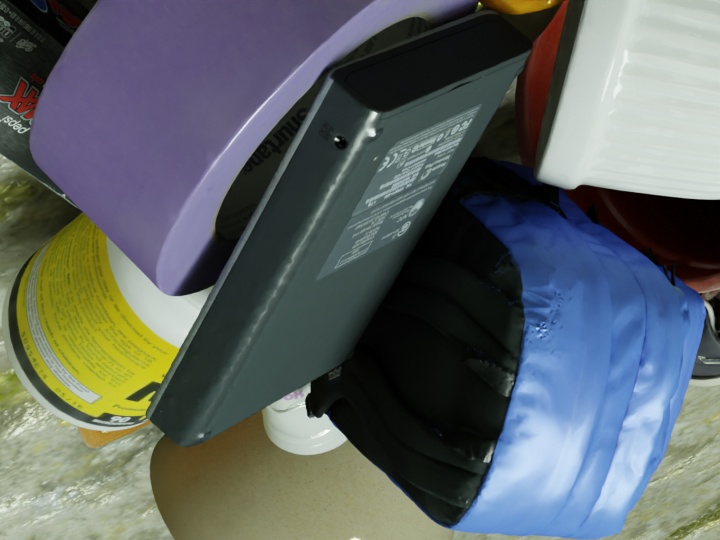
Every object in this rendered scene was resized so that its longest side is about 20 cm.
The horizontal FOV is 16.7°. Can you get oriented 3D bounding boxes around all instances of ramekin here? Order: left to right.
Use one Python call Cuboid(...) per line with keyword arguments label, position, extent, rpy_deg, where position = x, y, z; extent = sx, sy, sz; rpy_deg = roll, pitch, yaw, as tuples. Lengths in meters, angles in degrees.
Cuboid(label="ramekin", position=(0.155, -0.128, 1.160), extent=(0.105, 0.200, 0.200), rpy_deg=(13, 149, 1))

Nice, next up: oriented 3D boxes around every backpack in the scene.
Cuboid(label="backpack", position=(0.085, 0.036, 1.203), extent=(0.167, 0.200, 0.163), rpy_deg=(5, 107, -20))

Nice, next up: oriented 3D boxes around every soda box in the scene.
Cuboid(label="soda box", position=(-0.161, -0.100, 1.122), extent=(0.063, 0.071, 0.200), rpy_deg=(-33, 153, 8))

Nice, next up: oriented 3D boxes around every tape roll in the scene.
Cuboid(label="tape roll", position=(-0.044, -0.089, 1.073), extent=(0.200, 0.085, 0.200), rpy_deg=(-44, 168, -12))

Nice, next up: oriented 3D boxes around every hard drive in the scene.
Cuboid(label="hard drive", position=(-0.009, -0.018, 1.096), extent=(0.140, 0.033, 0.200), rpy_deg=(-28, 153, -53))

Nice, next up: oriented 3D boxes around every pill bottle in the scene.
Cuboid(label="pill bottle", position=(-0.098, 0.004, 1.267), extent=(0.114, 0.115, 0.200), rpy_deg=(-5, 164, -33))

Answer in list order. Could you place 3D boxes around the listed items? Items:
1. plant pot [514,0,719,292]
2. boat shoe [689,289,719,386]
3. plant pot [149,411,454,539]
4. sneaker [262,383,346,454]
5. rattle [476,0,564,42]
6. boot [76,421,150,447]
Cuboid(label="plant pot", position=(0.222, -0.087, 1.350), extent=(0.201, 0.201, 0.195), rpy_deg=(-41, 156, 30))
Cuboid(label="boat shoe", position=(0.210, 0.022, 1.320), extent=(0.063, 0.200, 0.073), rpy_deg=(46, 66, -38))
Cuboid(label="plant pot", position=(-0.014, 0.127, 1.540), extent=(0.200, 0.200, 0.135), rpy_deg=(12, 125, -50))
Cuboid(label="sneaker", position=(0.000, 0.000, 1.336), extent=(0.075, 0.200, 0.100), rpy_deg=(15, 156, 19))
Cuboid(label="rattle", position=(0.061, -0.096, 1.205), extent=(0.130, 0.143, 0.200), rpy_deg=(-15, 134, -39))
Cuboid(label="boot", position=(-0.107, 0.045, 1.427), extent=(0.144, 0.071, 0.201), rpy_deg=(-25, 160, -13))
